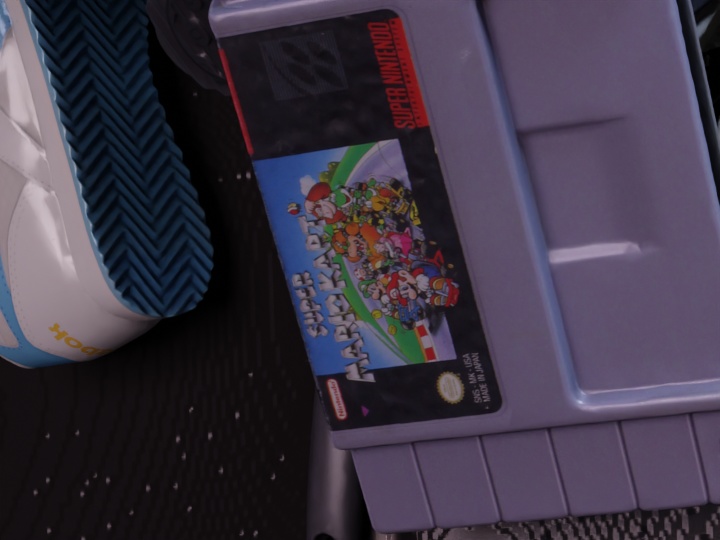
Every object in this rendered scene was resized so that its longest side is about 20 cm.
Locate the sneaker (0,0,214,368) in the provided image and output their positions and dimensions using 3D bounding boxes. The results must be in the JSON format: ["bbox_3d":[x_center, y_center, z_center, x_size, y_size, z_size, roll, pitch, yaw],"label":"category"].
[{"bbox_3d":[-0.114,-0.066,0.849,0.080,0.076,0.202,-27,66,36],"label":"sneaker"}]

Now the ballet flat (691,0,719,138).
[{"bbox_3d":[0.068,-0.027,0.727,0.073,0.073,0.201,42,105,30],"label":"ballet flat"}]

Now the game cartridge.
[{"bbox_3d":[0.036,-0.022,0.682,0.129,0.038,0.201,-9,112,16],"label":"game cartridge"}]

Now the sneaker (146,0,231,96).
[{"bbox_3d":[0.025,-0.107,0.725,0.199,0.079,0.066,-11,119,41],"label":"sneaker"}]

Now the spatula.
[{"bbox_3d":[0.000,0.000,0.795,0.056,0.020,0.202,7,89,32],"label":"spatula"}]
